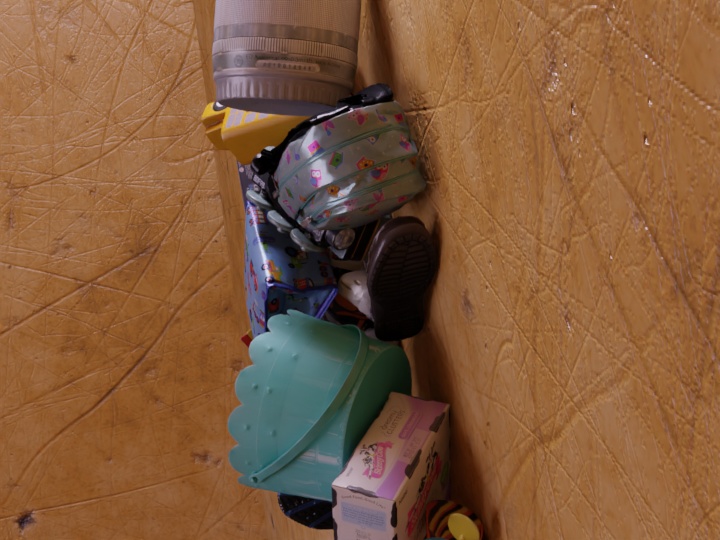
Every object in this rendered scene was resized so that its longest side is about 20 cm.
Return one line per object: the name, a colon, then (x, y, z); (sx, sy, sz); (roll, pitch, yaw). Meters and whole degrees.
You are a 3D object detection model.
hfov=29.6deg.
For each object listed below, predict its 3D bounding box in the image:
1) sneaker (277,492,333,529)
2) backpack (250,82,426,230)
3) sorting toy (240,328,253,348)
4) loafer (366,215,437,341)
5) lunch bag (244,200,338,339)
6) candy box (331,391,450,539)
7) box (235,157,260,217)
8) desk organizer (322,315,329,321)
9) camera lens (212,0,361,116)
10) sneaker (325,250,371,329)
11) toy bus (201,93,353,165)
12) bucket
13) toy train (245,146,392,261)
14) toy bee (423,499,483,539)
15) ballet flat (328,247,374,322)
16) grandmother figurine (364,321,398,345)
sneaker: (-0.002, 0.291, 1.650); (0.076, 0.199, 0.077); (-60, 0, 16)
backpack: (-0.008, -0.111, 1.408); (0.127, 0.166, 0.200); (63, 165, 1)
sorting toy: (-0.080, 0.143, 1.844); (0.198, 0.069, 0.201); (37, -154, -40)
loafer: (0.033, 0.000, 1.439); (0.201, 0.072, 0.071); (98, 160, -56)
lunch bag: (-0.107, 0.039, 1.681); (0.151, 0.093, 0.201); (-107, 28, -43)
candy box: (0.036, 0.259, 1.432); (0.168, 0.071, 0.201); (-52, -34, -51)
box: (-0.135, -0.113, 1.896); (0.110, 0.034, 0.202); (-47, -51, -76)
desk organizer: (-0.053, -0.011, 1.891); (0.077, 0.071, 0.202); (120, 140, -77)
camera lens: (-0.079, -0.277, 1.481); (0.160, 0.159, 0.202); (180, 94, -79)
sneaker: (-0.045, -0.017, 1.751); (0.200, 0.078, 0.112); (46, 155, 3)
toy bus: (-0.101, -0.184, 1.663); (0.065, 0.199, 0.079); (52, -144, -40)
bucket: (-0.039, 0.152, 1.476); (0.207, 0.134, 0.209); (11, -90, -67)
toy train: (-0.050, -0.078, 1.591); (0.200, 0.113, 0.086); (41, 114, 44)
toy bee: (0.101, 0.314, 1.336); (0.131, 0.108, 0.201); (82, -162, -53)
ballet flat: (0.000, 0.000, 1.629); (0.072, 0.071, 0.201); (96, 162, -54)
grandmother figurine: (0.010, 0.120, 1.714); (0.200, 0.060, 0.122); (115, 155, -67)
